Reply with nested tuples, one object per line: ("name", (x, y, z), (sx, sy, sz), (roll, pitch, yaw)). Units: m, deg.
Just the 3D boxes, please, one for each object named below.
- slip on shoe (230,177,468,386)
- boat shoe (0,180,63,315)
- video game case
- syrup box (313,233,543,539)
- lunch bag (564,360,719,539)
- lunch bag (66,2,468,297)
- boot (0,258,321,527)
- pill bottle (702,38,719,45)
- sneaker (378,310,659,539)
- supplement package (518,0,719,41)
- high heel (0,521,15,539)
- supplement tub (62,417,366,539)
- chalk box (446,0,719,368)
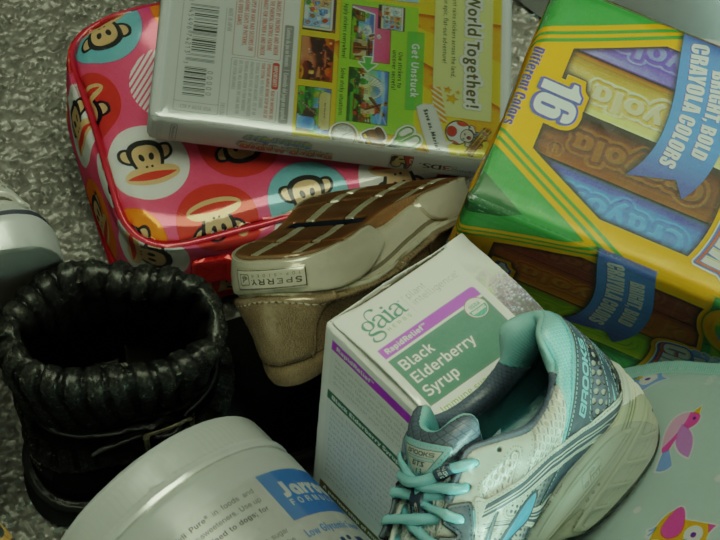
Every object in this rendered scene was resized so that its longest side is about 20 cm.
("slip on shoe", (0.000, 0.000, 1.220), (0.076, 0.061, 0.200), (-5, 12, 20))
("boat shoe", (-0.184, -0.015, 1.233), (0.072, 0.200, 0.066), (-12, 84, -11))
("video game case", (-0.012, -0.141, 1.347), (0.182, 0.023, 0.200), (7, 55, -6))
("syrup box", (0.034, 0.082, 1.188), (0.079, 0.200, 0.081), (-34, 65, -25))
("lunch bag", (0.163, 0.129, 1.082), (0.200, 0.122, 0.170), (6, 58, 21))
("lunch bag", (-0.043, -0.062, 1.349), (0.200, 0.082, 0.176), (-12, 59, -13))
("boot", (-0.069, 0.041, 1.231), (0.211, 0.158, 0.079), (-23, 62, -18))
("pill bottle", (0.131, -0.020, 1.317), (0.114, 0.114, 0.200), (41, 63, 21))
("sneaker", (0.034, 0.100, 1.049), (0.078, 0.086, 0.200), (12, 58, 47))
("supplement package", (0.174, -0.203, 1.390), (0.156, 0.200, 0.111), (38, 61, 20))
("high heel", (-0.171, 0.161, 1.073), (0.071, 0.200, 0.143), (-33, 16, 8))
("supplement tub", (-0.032, 0.177, 1.152), (0.132, 0.132, 0.200), (-33, 66, -24))
("chalk box", (0.150, -0.019, 1.185), (0.200, 0.125, 0.124), (23, 65, 3))
